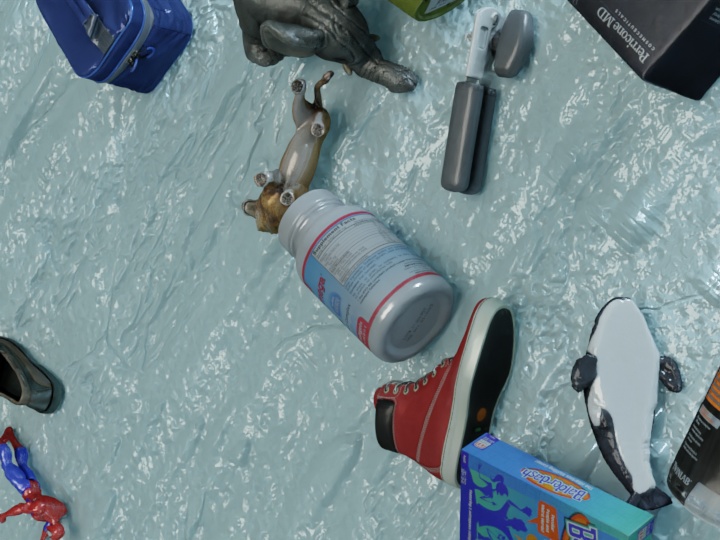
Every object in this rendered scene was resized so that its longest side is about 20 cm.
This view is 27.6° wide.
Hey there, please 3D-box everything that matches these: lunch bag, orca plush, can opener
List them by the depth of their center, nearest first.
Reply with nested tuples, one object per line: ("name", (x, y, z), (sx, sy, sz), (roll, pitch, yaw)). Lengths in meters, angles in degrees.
("orca plush", (0.256, 0.131, 1.409), (0.105, 0.071, 0.201), (-18, 81, -10))
("can opener", (0.128, -0.178, 1.534), (0.066, 0.053, 0.201), (17, 96, 38))
("lunch bag", (-0.319, -0.323, 1.865), (0.136, 0.132, 0.200), (-50, 57, 24))

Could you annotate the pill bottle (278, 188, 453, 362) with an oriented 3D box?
("pill bottle", (0.000, 0.000, 1.584), (0.200, 0.108, 0.109), (43, 112, 34))

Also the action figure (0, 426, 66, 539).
("action figure", (-0.459, 0.305, 1.955), (0.200, 0.065, 0.099), (43, 103, 35))

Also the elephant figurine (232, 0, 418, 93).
("elephant figurine", (-0.045, -0.281, 1.625), (0.200, 0.155, 0.142), (28, 119, 47))

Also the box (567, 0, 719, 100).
("box", (0.296, -0.303, 1.371), (0.200, 0.117, 0.197), (-51, 57, 24))

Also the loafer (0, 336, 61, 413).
("loafer", (-0.486, 0.137, 1.996), (0.199, 0.063, 0.072), (23, 99, 38))

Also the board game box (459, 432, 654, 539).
("board game box", (0.183, 0.264, 1.409), (0.199, 0.045, 0.153), (22, 125, 39))

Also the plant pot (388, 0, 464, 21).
("plant pot", (0.045, -0.373, 1.563), (0.187, 0.187, 0.201), (-39, 77, 29))

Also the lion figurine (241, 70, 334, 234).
("lion figurine", (-0.070, -0.131, 1.669), (0.072, 0.122, 0.201), (30, 95, 7))

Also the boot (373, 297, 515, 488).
("boot", (0.079, 0.109, 1.535), (0.144, 0.072, 0.201), (24, 104, 40))

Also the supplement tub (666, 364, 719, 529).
("supplement tub", (0.358, 0.126, 1.269), (0.122, 0.122, 0.201), (33, 106, 37))
